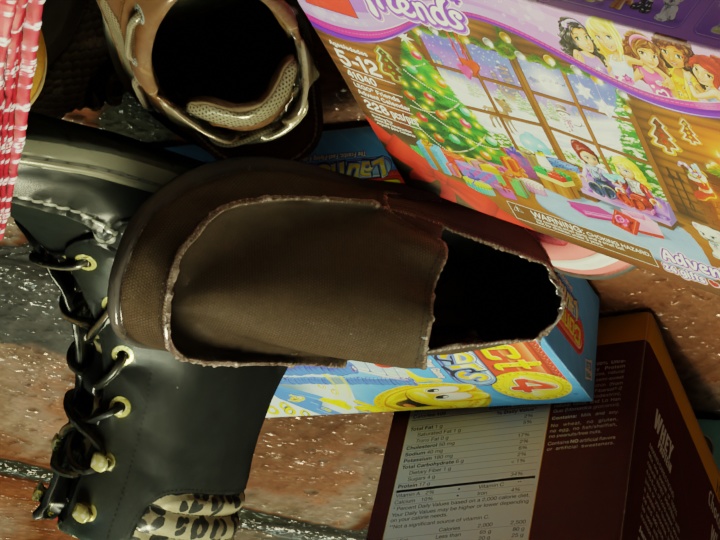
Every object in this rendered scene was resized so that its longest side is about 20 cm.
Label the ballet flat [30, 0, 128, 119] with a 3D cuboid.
[{"bbox_3d":[-0.154,-0.059,0.873,0.046,0.068,0.200,29,142,-31],"label":"ballet flat"}]

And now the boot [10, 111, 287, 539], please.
[{"bbox_3d":[-0.099,0.027,0.812,0.203,0.154,0.073,16,-175,-42],"label":"boot"}]

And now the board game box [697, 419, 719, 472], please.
[{"bbox_3d":[0.164,0.140,1.272,0.151,0.047,0.200,2,156,10],"label":"board game box"}]

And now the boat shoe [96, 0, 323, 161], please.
[{"bbox_3d":[-0.052,-0.075,0.765,0.076,0.072,0.200,-28,155,3],"label":"boat shoe"}]

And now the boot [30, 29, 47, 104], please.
[{"bbox_3d":[-0.145,-0.108,0.583,0.201,0.071,0.144,30,155,-28],"label":"boot"}]

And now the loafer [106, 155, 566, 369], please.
[{"bbox_3d":[0.000,0.000,0.790,0.200,0.073,0.071,-6,-158,-39],"label":"loafer"}]

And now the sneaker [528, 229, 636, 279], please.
[{"bbox_3d":[0.103,-0.055,0.815,0.087,0.074,0.200,34,157,-21],"label":"sneaker"}]

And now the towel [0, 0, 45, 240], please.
[{"bbox_3d":[-0.162,-0.062,0.595,0.144,0.023,0.200,10,151,-8],"label":"towel"}]

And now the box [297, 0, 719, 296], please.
[{"bbox_3d":[0.072,-0.058,0.705,0.200,0.039,0.137,21,154,40],"label":"box"}]

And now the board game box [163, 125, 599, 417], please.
[{"bbox_3d":[-0.011,0.006,0.994,0.195,0.056,0.200,-4,155,23],"label":"board game box"}]

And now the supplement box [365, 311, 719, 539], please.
[{"bbox_3d":[0.102,0.164,1.080,0.133,0.200,0.197,-8,133,23],"label":"supplement box"}]
